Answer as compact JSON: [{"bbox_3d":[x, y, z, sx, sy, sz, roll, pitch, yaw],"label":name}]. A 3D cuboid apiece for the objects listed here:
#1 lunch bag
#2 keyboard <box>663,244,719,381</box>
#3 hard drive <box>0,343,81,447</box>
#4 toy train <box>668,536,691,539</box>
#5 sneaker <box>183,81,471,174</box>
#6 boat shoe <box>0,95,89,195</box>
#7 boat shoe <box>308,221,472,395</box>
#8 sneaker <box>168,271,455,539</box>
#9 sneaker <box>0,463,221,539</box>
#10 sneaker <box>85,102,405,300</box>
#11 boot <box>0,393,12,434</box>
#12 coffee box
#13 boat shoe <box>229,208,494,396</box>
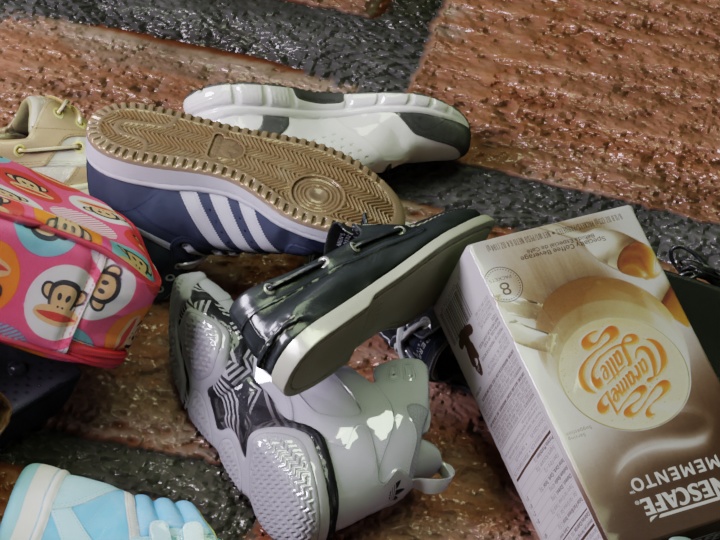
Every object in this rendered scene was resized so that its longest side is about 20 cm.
[{"bbox_3d":[-0.222,-0.026,1.594,0.200,0.082,0.176,21,14,-24],"label":"lunch bag"},{"bbox_3d":[0.242,0.050,1.710,0.200,0.040,0.104,19,48,-9],"label":"keyboard"},{"bbox_3d":[-0.273,0.045,1.618,0.200,0.042,0.135,34,46,27],"label":"hard drive"},{"bbox_3d":[0.187,0.188,1.459,0.200,0.085,0.114,-1,6,-32],"label":"toy train"},{"bbox_3d":[-0.020,-0.075,1.802,0.199,0.074,0.080,0,79,-25],"label":"sneaker"},{"bbox_3d":[-0.199,-0.076,1.740,0.200,0.067,0.074,-12,13,-24],"label":"boat shoe"},{"bbox_3d":[0.050,0.035,1.675,0.200,0.072,0.068,28,41,12],"label":"boat shoe"},{"bbox_3d":[-0.031,0.072,1.611,0.115,0.075,0.200,-13,48,-26],"label":"sneaker"},{"bbox_3d":[-0.130,0.181,1.454,0.130,0.080,0.200,8,40,1],"label":"sneaker"},{"bbox_3d":[-0.073,-0.026,1.690,0.199,0.109,0.070,17,42,8],"label":"sneaker"},{"bbox_3d":[-0.293,0.050,1.474,0.155,0.077,0.200,27,6,32],"label":"boot"},{"bbox_3d":[0.137,0.075,1.581,0.114,0.080,0.200,-15,65,-24],"label":"coffee box"},{"bbox_3d":[-0.001,0.002,1.588,0.066,0.075,0.199,40,48,17],"label":"boat shoe"}]
